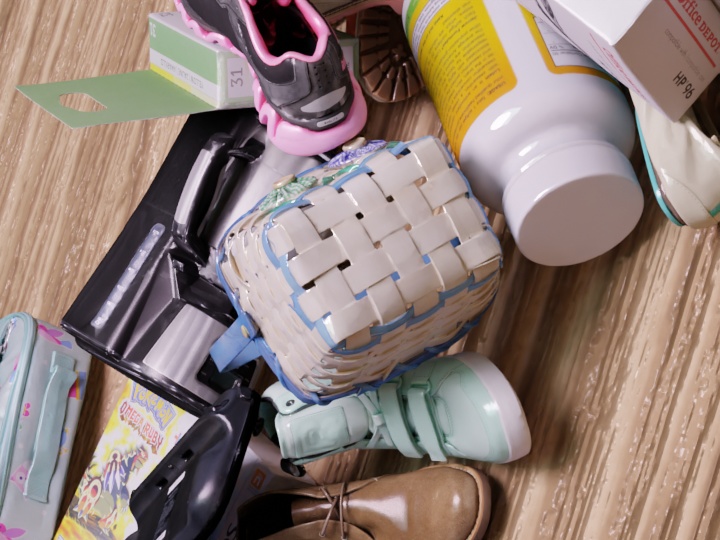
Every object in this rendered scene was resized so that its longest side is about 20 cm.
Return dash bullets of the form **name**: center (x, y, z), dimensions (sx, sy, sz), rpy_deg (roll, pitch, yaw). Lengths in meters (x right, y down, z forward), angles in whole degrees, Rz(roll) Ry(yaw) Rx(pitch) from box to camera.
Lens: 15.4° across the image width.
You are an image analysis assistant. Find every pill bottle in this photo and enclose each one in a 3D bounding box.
- **pill bottle**: center (0.104, -0.104, 1.643), dimensions (0.111, 0.111, 0.201), rpy_deg (-45, 46, 29)

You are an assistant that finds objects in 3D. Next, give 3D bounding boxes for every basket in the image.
- **basket**: center (0.000, 0.000, 1.642), dimensions (0.140, 0.176, 0.200), rpy_deg (59, 161, 10)

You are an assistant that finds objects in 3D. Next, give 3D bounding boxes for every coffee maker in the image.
- **coffee maker**: center (-0.103, -0.009, 1.826), dimensions (0.201, 0.134, 0.192), rpy_deg (-57, 21, -5)

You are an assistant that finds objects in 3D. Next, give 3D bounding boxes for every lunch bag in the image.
- **lunch bag**: center (-0.274, 0.132, 2.004), dimensions (0.160, 0.077, 0.201), rpy_deg (-27, 49, 52)

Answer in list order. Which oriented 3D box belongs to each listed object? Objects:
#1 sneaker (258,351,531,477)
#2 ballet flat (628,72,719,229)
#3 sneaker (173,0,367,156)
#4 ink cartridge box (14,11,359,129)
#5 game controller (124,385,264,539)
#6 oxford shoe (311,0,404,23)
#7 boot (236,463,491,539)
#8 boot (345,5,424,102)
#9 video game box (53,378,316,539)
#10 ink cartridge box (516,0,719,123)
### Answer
- **sneaker**: center (0.015, 0.099, 1.655), dimensions (0.200, 0.118, 0.074), rpy_deg (14, 125, 57)
- **ballet flat**: center (0.187, -0.116, 1.592), dimensions (0.069, 0.069, 0.201), rpy_deg (-40, 54, 33)
- **sneaker**: center (-0.062, -0.165, 1.641), dimensions (0.079, 0.096, 0.200), rpy_deg (-31, 56, -10)
- **ink cartridge box**: center (-0.118, -0.138, 1.781), dimensions (0.145, 0.199, 0.048), rpy_deg (-147, 55, -63)
- **game controller**: center (-0.114, 0.150, 1.735), dimensions (0.200, 0.042, 0.105), rpy_deg (132, 151, -58)
- **oxford shoe**: center (-0.019, -0.205, 1.728), dimensions (0.199, 0.074, 0.071), rpy_deg (-9, 52, 17)
- **boot**: center (-0.002, 0.162, 1.696), dimensions (0.199, 0.075, 0.074), rpy_deg (-18, 61, 44)
- **boot**: center (0.014, -0.200, 1.827), dimensions (0.107, 0.075, 0.201), rpy_deg (-20, 55, 51)
- **video game box**: center (-0.131, 0.180, 1.866), dimensions (0.200, 0.047, 0.183), rpy_deg (37, 102, 50)
- **ink cartridge box**: center (0.143, -0.160, 1.527), dimensions (0.068, 0.116, 0.200), rpy_deg (-50, 58, 1)
